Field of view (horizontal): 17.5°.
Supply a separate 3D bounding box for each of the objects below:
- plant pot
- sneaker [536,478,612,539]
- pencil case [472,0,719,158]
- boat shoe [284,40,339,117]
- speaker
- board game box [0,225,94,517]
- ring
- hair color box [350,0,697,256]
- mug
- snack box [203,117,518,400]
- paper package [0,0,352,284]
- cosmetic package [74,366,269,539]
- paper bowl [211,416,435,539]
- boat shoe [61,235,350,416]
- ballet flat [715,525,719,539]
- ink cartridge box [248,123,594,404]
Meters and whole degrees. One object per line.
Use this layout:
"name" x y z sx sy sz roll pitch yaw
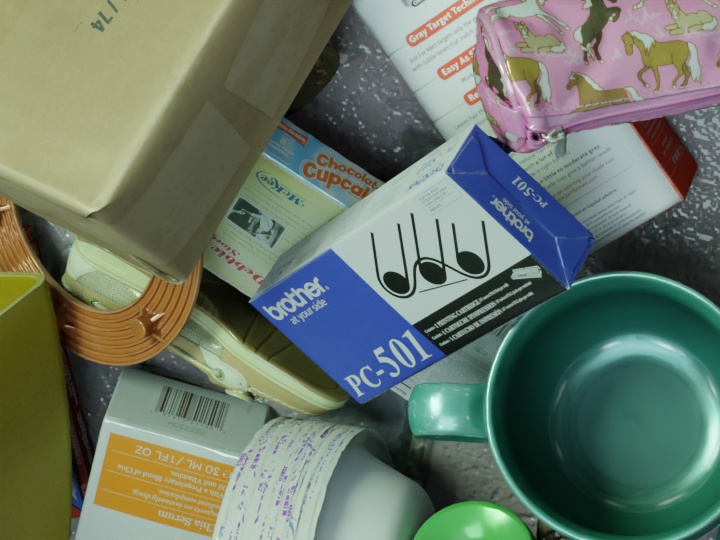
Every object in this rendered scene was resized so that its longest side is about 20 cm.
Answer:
"plant pot" -0.292 0.125 1.449 0.199 0.200 0.177 1 121 39
"sneaker" 0.174 0.188 1.424 0.070 0.076 0.200 -10 131 30
"pencil case" 0.160 -0.116 1.245 0.199 0.083 0.087 -12 95 -9
"boat shoe" -0.093 -0.102 1.394 0.200 0.072 0.068 -38 63 35
"speaker" 0.080 0.222 1.411 0.088 0.089 0.200 5 144 16
"board game box" -0.238 0.071 1.534 0.102 0.019 0.201 -5 110 21
"ring" -0.171 -0.037 1.409 0.200 0.019 0.201 17 117 37
"hair color box" 0.093 -0.106 1.327 0.101 0.061 0.200 -31 101 26
"mug" 0.139 0.074 1.311 0.185 0.114 0.152 34 90 14
"snack box" 0.000 0.000 1.388 0.200 0.037 0.116 33 137 -3
"paper package" -0.134 -0.124 1.293 0.190 0.103 0.201 25 81 32
"cosmetic package" -0.132 0.173 1.503 0.101 0.071 0.201 15 117 -1
"paper bowl" -0.016 0.192 1.409 0.104 0.201 0.202 5 113 17
"boat shoe" -0.095 0.035 1.445 0.200 0.073 0.063 30 125 7
"ballet flat" 0.251 0.111 1.373 0.070 0.067 0.201 -1 115 -11
"ink cartridge box" 0.030 0.001 1.299 0.094 0.044 0.200 42 142 -12
